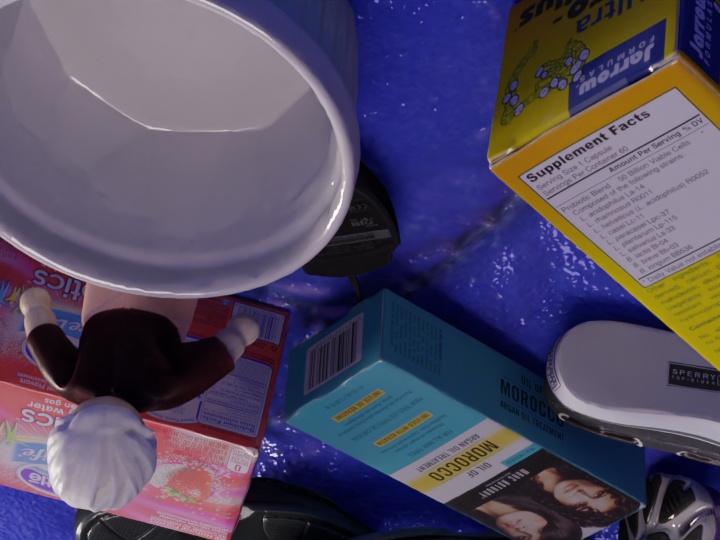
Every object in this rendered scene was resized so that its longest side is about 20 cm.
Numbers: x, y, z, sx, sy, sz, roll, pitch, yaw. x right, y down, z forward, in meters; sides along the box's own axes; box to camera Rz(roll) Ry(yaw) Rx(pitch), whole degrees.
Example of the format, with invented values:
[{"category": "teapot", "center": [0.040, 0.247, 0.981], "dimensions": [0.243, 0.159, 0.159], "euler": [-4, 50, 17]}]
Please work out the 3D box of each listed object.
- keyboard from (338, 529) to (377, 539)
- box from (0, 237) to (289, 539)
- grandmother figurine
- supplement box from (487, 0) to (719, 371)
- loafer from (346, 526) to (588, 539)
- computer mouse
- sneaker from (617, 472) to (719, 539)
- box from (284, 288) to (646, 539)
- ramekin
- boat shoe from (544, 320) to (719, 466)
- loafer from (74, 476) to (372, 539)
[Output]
[{"category": "keyboard", "center": [0.003, 0.220, 1.364], "dimensions": [0.127, 0.021, 0.200], "euler": [-12, 144, -5]}, {"category": "box", "center": [-0.149, 0.063, 1.206], "dimensions": [0.199, 0.103, 0.095], "euler": [15, 137, -5]}, {"category": "grandmother figurine", "center": [-0.111, 0.034, 1.093], "dimensions": [0.121, 0.200, 0.061], "euler": [-3, 136, 16]}, {"category": "supplement box", "center": [0.167, -0.051, 1.011], "dimensions": [0.109, 0.110, 0.200], "euler": [-29, 125, 35]}, {"category": "loafer", "center": [0.047, 0.190, 1.277], "dimensions": [0.199, 0.063, 0.072], "euler": [-7, 134, -16]}, {"category": "computer mouse", "center": [0.000, 0.000, 1.165], "dimensions": [0.058, 0.034, 0.200], "euler": [-7, 141, 10]}, {"category": "sneaker", "center": [0.195, 0.183, 1.297], "dimensions": [0.083, 0.081, 0.200], "euler": [-6, 145, -6]}, {"category": "box", "center": [0.059, 0.087, 1.206], "dimensions": [0.200, 0.049, 0.082], "euler": [30, 135, -30]}, {"category": "ramekin", "center": [-0.094, -0.092, 1.027], "dimensions": [0.199, 0.105, 0.201], "euler": [6, 137, 5]}, {"category": "boat shoe", "center": [0.194, 0.072, 1.176], "dimensions": [0.199, 0.069, 0.057], "euler": [14, 157, -1]}, {"category": "loafer", "center": [-0.077, 0.140, 1.304], "dimensions": [0.199, 0.063, 0.072], "euler": [14, 130, -30]}]
